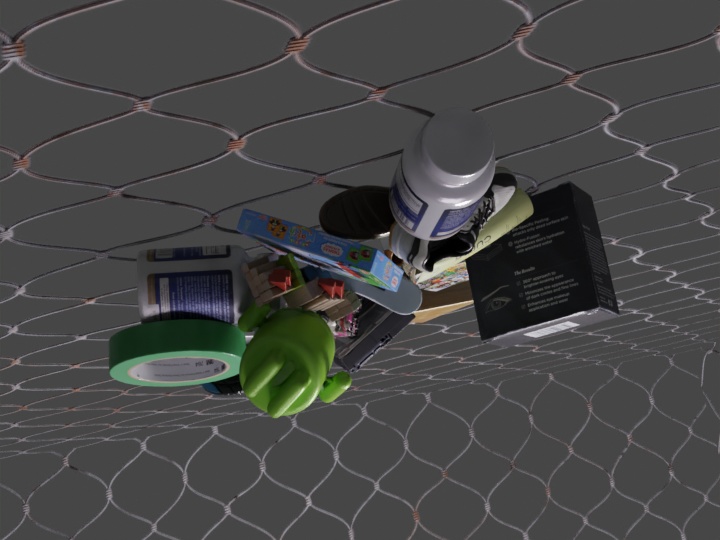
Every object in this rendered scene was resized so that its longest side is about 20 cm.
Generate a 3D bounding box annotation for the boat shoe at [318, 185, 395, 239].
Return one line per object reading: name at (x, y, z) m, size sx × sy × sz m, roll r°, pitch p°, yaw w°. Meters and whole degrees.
boat shoe at (0.037, -0.080, 1.493) m, size 0.197 × 0.073 × 0.076 m, roll -9°, pitch 178°, yaw -12°

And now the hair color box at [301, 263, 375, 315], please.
hair color box at (-0.039, 0.033, 1.804) m, size 0.111 × 0.064 × 0.200 m, roll -40°, pitch 159°, yaw 10°

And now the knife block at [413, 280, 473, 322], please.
knife block at (0.090, 0.055, 2.064) m, size 0.199 × 0.065 × 0.174 m, roll -23°, pitch 162°, yaw 40°

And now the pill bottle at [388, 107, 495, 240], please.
pill bottle at (0.099, -0.116, 1.300) m, size 0.109 × 0.113 × 0.200 m, roll -9°, pitch 166°, yaw -9°

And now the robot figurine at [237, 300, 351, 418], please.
robot figurine at (-0.099, 0.121, 1.500) m, size 0.116 × 0.175 × 0.200 m, roll -49°, pitch -175°, yaw 19°

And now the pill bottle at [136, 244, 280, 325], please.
pill bottle at (-0.215, 0.022, 1.555) m, size 0.197 × 0.113 × 0.111 m, roll -3°, pitch 165°, yaw -8°

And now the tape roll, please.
tape roll at (-0.264, 0.122, 1.584) m, size 0.197 × 0.049 × 0.201 m, roll -5°, pitch 162°, yaw -2°

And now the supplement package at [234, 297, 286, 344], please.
supplement package at (-0.228, 0.062, 1.718) m, size 0.198 × 0.122 × 0.121 m, roll 1°, pitch 162°, yaw -44°

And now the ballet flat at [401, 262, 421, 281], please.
ballet flat at (0.081, -0.018, 1.782) m, size 0.074 × 0.069 × 0.200 m, roll -19°, pitch 163°, yaw -8°

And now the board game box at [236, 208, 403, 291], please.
board game box at (-0.052, -0.027, 1.496) m, size 0.197 × 0.037 × 0.151 m, roll 18°, pitch 175°, yaw 18°

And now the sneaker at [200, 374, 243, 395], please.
sneaker at (-0.157, 0.155, 1.737) m, size 0.197 × 0.074 × 0.082 m, roll -14°, pitch 168°, yaw 9°

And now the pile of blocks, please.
pile of blocks at (-0.067, 0.013, 1.485) m, size 0.062 × 0.083 × 0.199 m, roll -25°, pitch 153°, yaw 36°

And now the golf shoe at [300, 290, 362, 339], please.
golf shoe at (-0.045, 0.064, 1.696) m, size 0.091 × 0.074 × 0.200 m, roll 8°, pitch 174°, yaw 6°

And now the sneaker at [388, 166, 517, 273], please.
sneaker at (0.137, -0.060, 1.437) m, size 0.199 × 0.088 × 0.076 m, roll -33°, pitch 135°, yaw -13°

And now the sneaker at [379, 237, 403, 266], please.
sneaker at (0.111, -0.060, 1.592) m, size 0.072 × 0.086 × 0.199 m, roll 5°, pitch 157°, yaw -43°

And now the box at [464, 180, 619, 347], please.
box at (0.274, -0.005, 1.692) m, size 0.194 × 0.203 × 0.117 m, roll -18°, pitch 164°, yaw 27°

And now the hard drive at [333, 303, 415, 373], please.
hard drive at (0.012, 0.105, 1.817) m, size 0.139 × 0.038 × 0.200 m, roll -42°, pitch -173°, yaw -6°

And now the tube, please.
tube at (0.161, -0.046, 1.578) m, size 0.199 × 0.052 × 0.059 m, roll -35°, pitch 129°, yaw -17°

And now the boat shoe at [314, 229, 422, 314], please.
boat shoe at (0.000, 0.000, 1.672) m, size 0.199 × 0.071 × 0.091 m, roll 32°, pitch -174°, yaw -13°

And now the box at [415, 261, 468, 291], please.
box at (0.172, -0.014, 1.915) m, size 0.198 × 0.038 × 0.136 m, roll -21°, pitch 163°, yaw 34°
